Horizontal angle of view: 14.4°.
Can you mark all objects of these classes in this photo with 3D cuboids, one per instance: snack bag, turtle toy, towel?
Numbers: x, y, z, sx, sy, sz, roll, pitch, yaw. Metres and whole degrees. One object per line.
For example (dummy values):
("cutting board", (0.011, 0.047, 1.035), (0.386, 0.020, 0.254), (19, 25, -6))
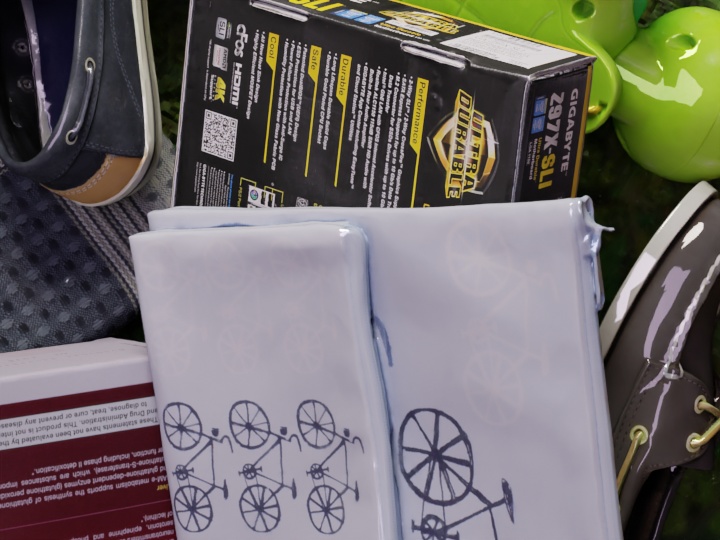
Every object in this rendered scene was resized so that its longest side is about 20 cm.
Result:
("snack bag", (0.009, 0.069, 1.037), (0.200, 0.021, 0.189), (-1, 101, 34))
("turtle toy", (0.070, -0.103, 1.103), (0.200, 0.101, 0.146), (40, 123, 15))
("towel", (-0.177, -0.042, 1.147), (0.193, 0.035, 0.200), (-34, 87, -24))

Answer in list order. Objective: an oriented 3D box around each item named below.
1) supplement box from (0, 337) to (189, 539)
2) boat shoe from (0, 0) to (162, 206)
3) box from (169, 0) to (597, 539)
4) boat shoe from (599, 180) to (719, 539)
("supplement box", (-0.121, 0.132, 1.101), (0.061, 0.109, 0.200), (7, 101, 54))
("boat shoe", (-0.127, -0.124, 1.125), (0.075, 0.062, 0.200), (-17, 78, 35))
("box", (0.000, 0.000, 1.075), (0.160, 0.049, 0.200), (18, 111, 33))
("boat shoe", (0.108, 0.065, 1.099), (0.061, 0.072, 0.201), (28, 101, 18))
